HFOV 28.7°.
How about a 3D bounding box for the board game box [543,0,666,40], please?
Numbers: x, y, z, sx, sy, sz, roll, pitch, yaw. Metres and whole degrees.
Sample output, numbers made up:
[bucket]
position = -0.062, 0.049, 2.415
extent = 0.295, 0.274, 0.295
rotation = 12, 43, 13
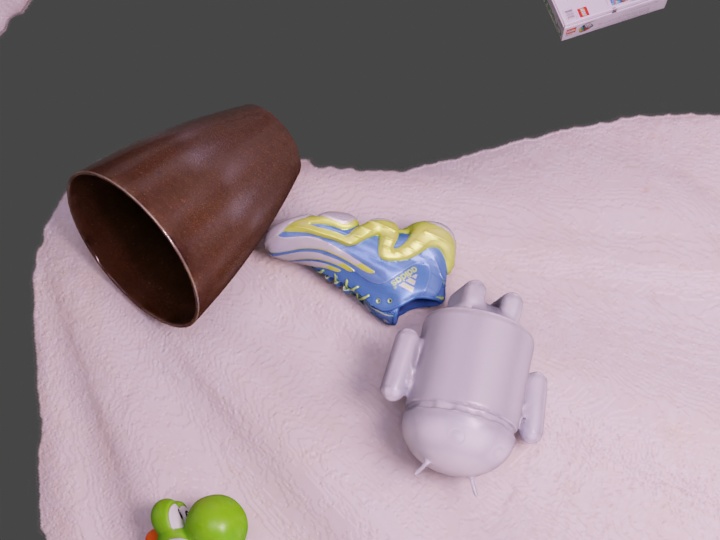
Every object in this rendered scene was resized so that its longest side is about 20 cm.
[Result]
[board game box]
position = 0.250, -0.367, 1.592
extent = 0.126, 0.035, 0.201
rotation = -18, 70, -5

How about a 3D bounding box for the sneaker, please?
[sneaker]
position = 0.000, 0.000, 1.436
extent = 0.199, 0.076, 0.106
rotation = 0, 70, 0

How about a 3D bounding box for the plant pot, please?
[plant pot]
position = -0.161, -0.076, 1.428
extent = 0.187, 0.187, 0.200
rotation = 40, 60, 14

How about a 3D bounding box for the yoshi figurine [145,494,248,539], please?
[yoshi figurine]
position = -0.131, 0.294, 1.318
extent = 0.111, 0.113, 0.201
rotation = -16, 67, -22

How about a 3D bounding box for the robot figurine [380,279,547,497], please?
[robot figurine]
position = 0.105, 0.114, 1.371
extent = 0.169, 0.113, 0.201
rotation = 18, 69, -8
